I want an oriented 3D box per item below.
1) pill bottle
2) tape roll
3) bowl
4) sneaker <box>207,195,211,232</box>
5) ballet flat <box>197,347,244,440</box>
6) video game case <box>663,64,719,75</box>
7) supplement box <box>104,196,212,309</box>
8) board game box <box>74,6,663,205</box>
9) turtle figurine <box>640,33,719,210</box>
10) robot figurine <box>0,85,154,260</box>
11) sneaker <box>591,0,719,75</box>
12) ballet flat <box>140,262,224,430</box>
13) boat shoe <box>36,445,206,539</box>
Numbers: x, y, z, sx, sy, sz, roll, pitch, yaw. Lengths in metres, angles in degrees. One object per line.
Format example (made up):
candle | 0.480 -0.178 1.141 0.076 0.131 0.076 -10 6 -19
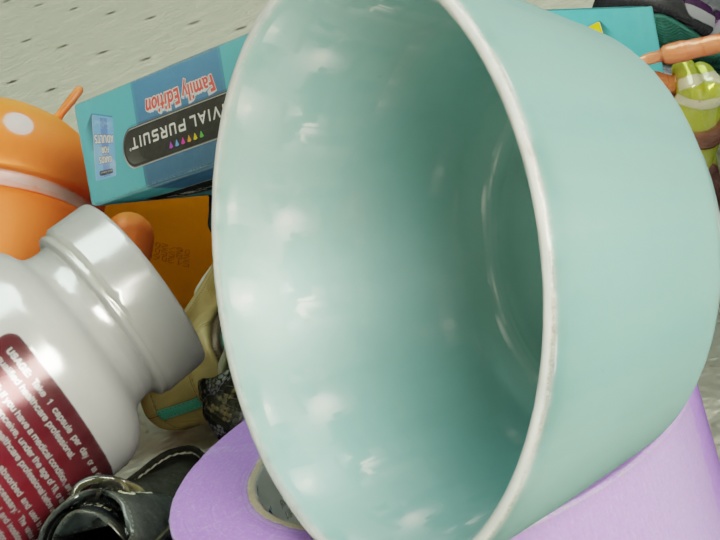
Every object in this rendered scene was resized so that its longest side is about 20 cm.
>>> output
pill bottle | -0.167 0.066 0.964 0.200 0.113 0.113 -39 23 -14
tape roll | 0.033 0.088 0.852 0.199 0.066 0.200 -16 18 5
bowl | 0.042 -0.006 0.755 0.105 0.202 0.201 -7 10 -32
sneaker | -0.003 -0.002 1.080 0.090 0.076 0.200 -12 24 -29
ballet flat | 0.000 0.000 0.988 0.200 0.072 0.072 -48 14 12
video game case | 0.190 -0.079 1.104 0.199 0.019 0.143 9 9 -22
supplement box | -0.175 -0.018 1.256 0.199 0.074 0.126 0 -10 42
board game box | 0.005 -0.069 0.974 0.199 0.047 0.151 -8 -4 -39
turtle figurine | 0.098 -0.023 0.894 0.200 0.065 0.161 -39 -10 18
robot figurine | -0.183 0.005 1.089 0.116 0.201 0.144 18 -19 -37
sneaker | 0.173 -0.141 1.198 0.074 0.088 0.200 -2 -12 28
ballet flat | -0.063 0.018 1.150 0.063 0.069 0.200 -27 13 22
boat shoe | -0.099 0.114 0.915 0.068 0.057 0.200 -11 20 22
